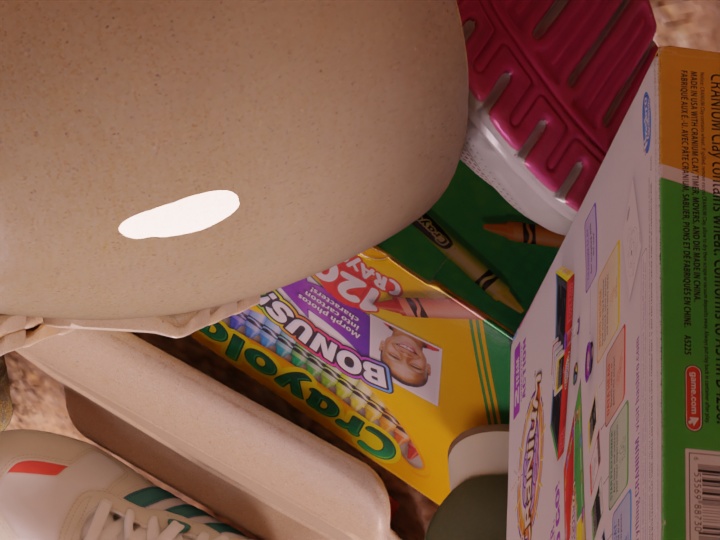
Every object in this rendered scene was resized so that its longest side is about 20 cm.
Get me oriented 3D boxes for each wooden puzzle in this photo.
[{"bbox_3d":[-0.056,0.065,1.080,0.185,0.037,0.200,28,168,13],"label":"wooden puzzle"}]

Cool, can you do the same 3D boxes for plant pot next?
[{"bbox_3d":[-0.087,-0.063,0.789,0.200,0.134,0.200,35,145,30],"label":"plant pot"}]

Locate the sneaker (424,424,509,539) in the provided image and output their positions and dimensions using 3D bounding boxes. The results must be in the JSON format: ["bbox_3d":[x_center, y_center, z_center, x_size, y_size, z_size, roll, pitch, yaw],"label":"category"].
[{"bbox_3d":[0.113,0.111,0.894,0.200,0.090,0.067,7,144,21],"label":"sneaker"}]

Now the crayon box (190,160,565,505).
[{"bbox_3d":[0.000,0.000,0.972,0.200,0.058,0.119,34,146,5],"label":"crayon box"}]

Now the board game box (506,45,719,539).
[{"bbox_3d":[0.080,0.051,0.778,0.040,0.153,0.200,6,155,-7],"label":"board game box"}]

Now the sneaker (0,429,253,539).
[{"bbox_3d":[-0.077,0.123,1.154,0.200,0.070,0.093,35,154,-22],"label":"sneaker"}]

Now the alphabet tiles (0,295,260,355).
[{"bbox_3d":[-0.138,0.011,0.901,0.195,0.200,0.015,2,94,9],"label":"alphabet tiles"}]

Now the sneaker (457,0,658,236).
[{"bbox_3d":[0.014,-0.087,0.847,0.200,0.081,0.088,48,147,-2],"label":"sneaker"}]

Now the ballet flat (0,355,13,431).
[{"bbox_3d":[-0.187,0.019,1.158,0.071,0.071,0.200,24,144,19],"label":"ballet flat"}]
